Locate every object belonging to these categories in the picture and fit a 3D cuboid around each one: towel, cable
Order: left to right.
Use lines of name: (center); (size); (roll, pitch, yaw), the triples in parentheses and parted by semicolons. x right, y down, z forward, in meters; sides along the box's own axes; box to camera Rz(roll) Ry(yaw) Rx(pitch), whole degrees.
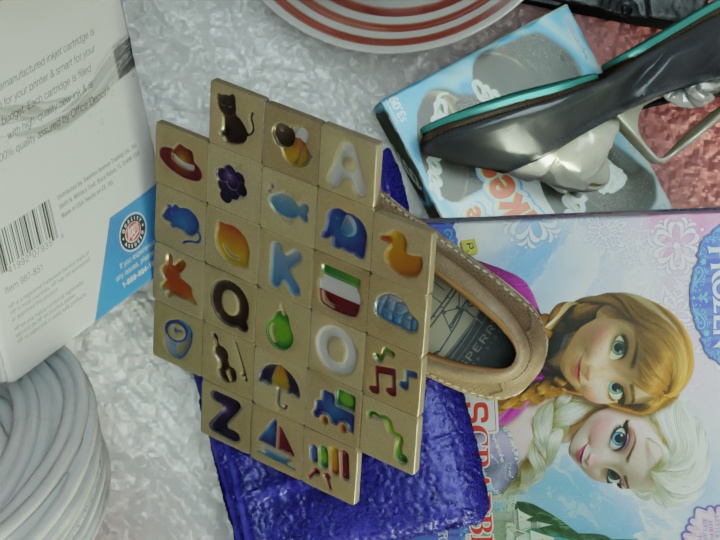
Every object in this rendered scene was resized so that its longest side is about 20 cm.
cable: (-0.215, 0.112, 1.276); (0.200, 0.200, 0.069); (-17, 128, 5)
towel: (-0.026, 0.050, 1.346); (0.147, 0.050, 0.201); (-18, 88, 24)

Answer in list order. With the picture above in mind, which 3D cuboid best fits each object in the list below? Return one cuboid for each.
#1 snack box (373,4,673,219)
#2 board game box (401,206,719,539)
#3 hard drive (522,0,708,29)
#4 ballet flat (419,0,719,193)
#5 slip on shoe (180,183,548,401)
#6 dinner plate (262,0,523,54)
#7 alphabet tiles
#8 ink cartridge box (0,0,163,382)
snack box: (0.104, -0.027, 1.408); (0.116, 0.037, 0.200); (-28, 91, -8)
board game box: (0.117, 0.069, 1.358); (0.199, 0.041, 0.201); (-3, 95, 10)
hard drive: (0.131, -0.238, 1.428); (0.139, 0.038, 0.201); (9, 85, -8)
ballet flat: (0.129, -0.081, 1.363); (0.200, 0.073, 0.073); (-24, 90, -15)
slip on shoe: (0.000, 0.000, 1.284); (0.200, 0.061, 0.076); (34, 95, 6)
dinner plate: (0.022, -0.210, 1.392); (0.200, 0.024, 0.201); (-3, 79, 13)
alphabet tiles: (-0.036, 0.012, 1.274); (0.006, 0.166, 0.200); (-31, 134, -45)
ink cartridge box: (-0.178, -0.068, 1.275); (0.145, 0.084, 0.200); (-38, 126, -48)
